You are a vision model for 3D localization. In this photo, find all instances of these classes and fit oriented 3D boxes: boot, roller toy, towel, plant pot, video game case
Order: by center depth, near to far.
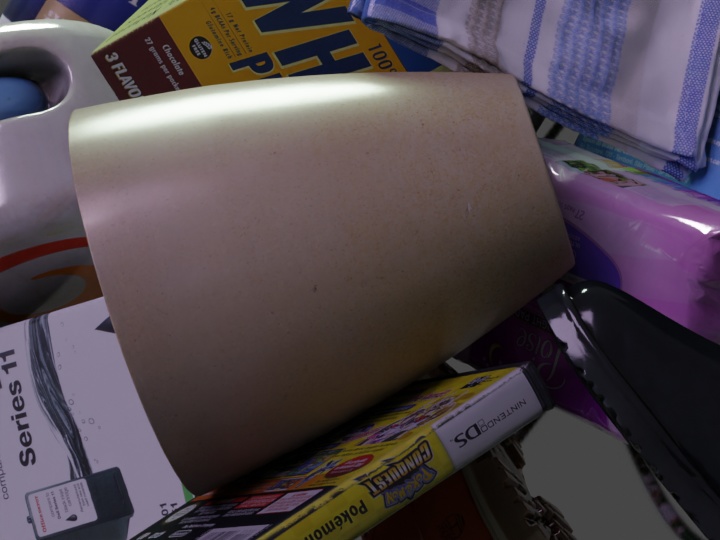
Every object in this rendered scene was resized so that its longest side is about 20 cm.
[{"bbox_3d":[0.197,0.043,1.099,0.168,0.200,0.076,-40,-7,2],"label":"boot"},{"bbox_3d":[-0.029,0.102,1.142,0.180,0.026,0.200,-32,6,-23],"label":"video game case"},{"bbox_3d":[-0.010,-0.017,1.174,0.199,0.188,0.188,-19,38,3],"label":"plant pot"},{"bbox_3d":[0.097,-0.145,1.226,0.024,0.199,0.147,-20,51,61],"label":"towel"},{"bbox_3d":[0.030,0.112,1.253,0.107,0.075,0.200,-42,33,12],"label":"boot"},{"bbox_3d":[-0.188,-0.049,1.415,0.182,0.200,0.140,-34,65,36],"label":"roller toy"}]

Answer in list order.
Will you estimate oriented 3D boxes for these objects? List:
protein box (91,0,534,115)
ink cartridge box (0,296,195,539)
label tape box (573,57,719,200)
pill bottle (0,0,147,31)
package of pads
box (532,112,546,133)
[{"bbox_3d":[0.003,-0.135,1.347,0.198,0.135,0.200,-25,15,29],"label":"protein box"},{"bbox_3d":[-0.120,0.087,1.345,0.199,0.083,0.147,-17,83,30],"label":"ink cartridge box"},{"bbox_3d":[0.206,-0.110,1.288,0.143,0.066,0.201,23,84,52],"label":"label tape box"},{"bbox_3d":[-0.150,-0.158,1.551,0.200,0.116,0.116,-59,36,5],"label":"pill bottle"},{"bbox_3d":[0.123,0.014,1.229,0.200,0.075,0.121,25,110,52],"label":"package of pads"},{"bbox_3d":[0.067,-0.167,1.532,0.200,0.048,0.194,10,63,47],"label":"box"}]
